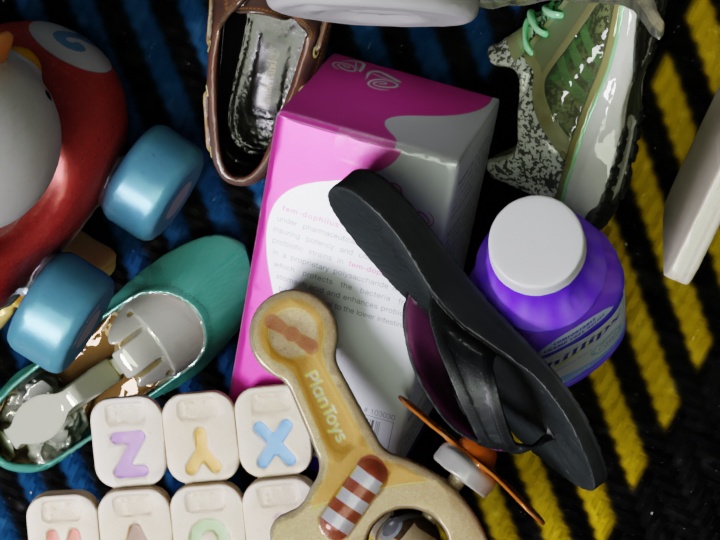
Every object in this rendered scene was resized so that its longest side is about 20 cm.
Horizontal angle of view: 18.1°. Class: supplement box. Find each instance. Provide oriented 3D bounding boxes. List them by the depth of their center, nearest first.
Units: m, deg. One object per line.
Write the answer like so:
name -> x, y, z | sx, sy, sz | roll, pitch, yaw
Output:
supplement box -> 0.000, 0.000, 1.221 | 0.100, 0.103, 0.201 | 17, 119, 10

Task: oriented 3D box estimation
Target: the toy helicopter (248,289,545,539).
toy helicopter -> 0.008, 0.099, 1.156 | 0.132, 0.079, 0.201 | -26, 88, 4

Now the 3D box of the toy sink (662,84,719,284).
toy sink -> 0.246, -0.078, 1.157 | 0.111, 0.130, 0.201 | 23, 110, -1

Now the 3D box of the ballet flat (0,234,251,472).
ballet flat -> -0.140, 0.056, 1.294 | 0.200, 0.070, 0.067 | -37, 100, 18

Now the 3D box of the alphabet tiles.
alphabet tiles -> -0.078, 0.162, 1.211 | 0.198, 0.015, 0.197 | -4, 96, 5

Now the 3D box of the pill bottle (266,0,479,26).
pill bottle -> 0.012, -0.227, 1.133 | 0.110, 0.111, 0.202 | 4, 91, 7

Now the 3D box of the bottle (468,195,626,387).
bottle -> 0.096, 0.011, 1.173 | 0.083, 0.200, 0.066 | -33, 74, -3

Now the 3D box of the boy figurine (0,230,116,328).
boy figurine -> -0.240, -0.001, 1.294 | 0.198, 0.064, 0.125 | 9, 107, 8

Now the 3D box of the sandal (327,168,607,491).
sandal -> 0.045, 0.040, 1.127 | 0.048, 0.075, 0.201 | -42, 95, -17

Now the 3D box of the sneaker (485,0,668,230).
sneaker -> 0.110, -0.121, 1.198 | 0.088, 0.077, 0.202 | 15, 108, 15

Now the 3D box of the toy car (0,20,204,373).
toy car -> -0.190, -0.074, 1.162 | 0.184, 0.200, 0.177 | 33, 71, 3

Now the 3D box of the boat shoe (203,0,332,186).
boat shoe -> -0.045, -0.143, 1.210 | 0.070, 0.070, 0.202 | 9, 109, 8

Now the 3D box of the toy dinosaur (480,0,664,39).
toy dinosaur -> 0.089, -0.173, 1.164 | 0.199, 0.047, 0.089 | 14, 101, 46
